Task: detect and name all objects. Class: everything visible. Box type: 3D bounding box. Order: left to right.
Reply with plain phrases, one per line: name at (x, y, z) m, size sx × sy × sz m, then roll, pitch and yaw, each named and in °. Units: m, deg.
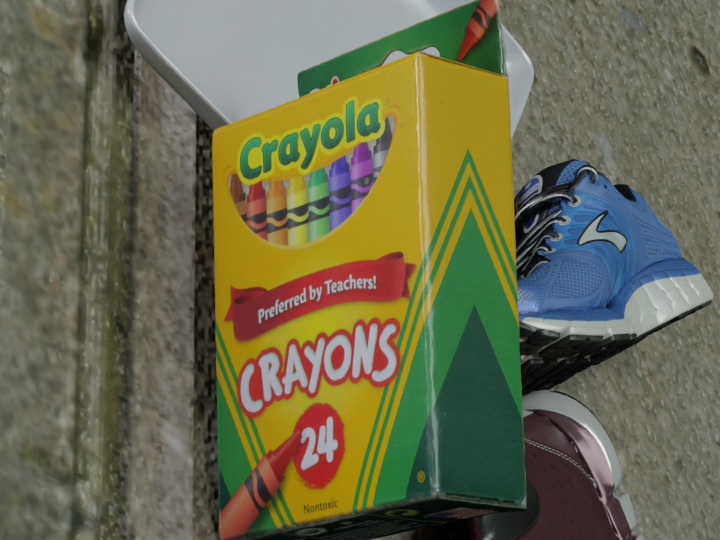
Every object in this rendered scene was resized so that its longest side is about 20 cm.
plate at (-0.015, -0.094, 1.231) m, size 0.200 × 0.032 × 0.200 m, roll 46°, pitch 40°, yaw -22°
crayon box at (0.000, 0.000, 1.085) m, size 0.051 × 0.127 × 0.201 m, roll 11°, pitch 71°, yaw -40°
sneaker at (0.084, 0.003, 1.270) m, size 0.089 × 0.078 × 0.200 m, roll 61°, pitch 28°, yaw 5°
sneaker at (0.082, 0.153, 1.183) m, size 0.115 × 0.076 × 0.200 m, roll -16°, pitch 72°, yaw -48°
